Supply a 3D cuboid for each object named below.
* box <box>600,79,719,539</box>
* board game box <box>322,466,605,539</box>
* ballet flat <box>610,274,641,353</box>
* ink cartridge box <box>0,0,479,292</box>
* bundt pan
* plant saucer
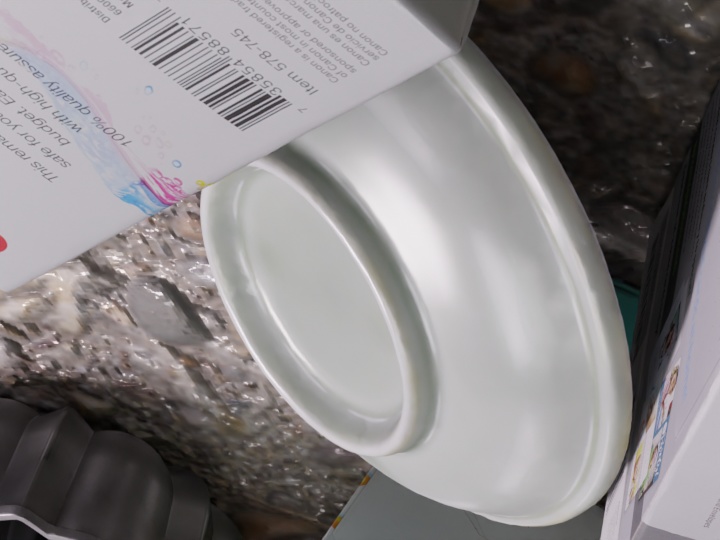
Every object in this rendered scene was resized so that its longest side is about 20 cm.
[{"bbox_3d":[0.117,-0.006,0.778,0.041,0.157,0.201,14,143,-1],"label":"box"},{"bbox_3d":[0.013,0.171,1.032,0.104,0.103,0.201,30,127,7],"label":"board game box"},{"bbox_3d":[0.118,0.058,0.939,0.199,0.075,0.074,26,143,-4],"label":"ballet flat"},{"bbox_3d":[-0.072,-0.114,0.728,0.145,0.145,0.199,38,138,-27],"label":"ink cartridge box"},{"bbox_3d":[-0.130,0.123,1.117,0.200,0.076,0.203,12,143,9],"label":"bundt pan"},{"bbox_3d":[0.000,0.000,0.838,0.200,0.050,0.201,41,148,33],"label":"plant saucer"}]
